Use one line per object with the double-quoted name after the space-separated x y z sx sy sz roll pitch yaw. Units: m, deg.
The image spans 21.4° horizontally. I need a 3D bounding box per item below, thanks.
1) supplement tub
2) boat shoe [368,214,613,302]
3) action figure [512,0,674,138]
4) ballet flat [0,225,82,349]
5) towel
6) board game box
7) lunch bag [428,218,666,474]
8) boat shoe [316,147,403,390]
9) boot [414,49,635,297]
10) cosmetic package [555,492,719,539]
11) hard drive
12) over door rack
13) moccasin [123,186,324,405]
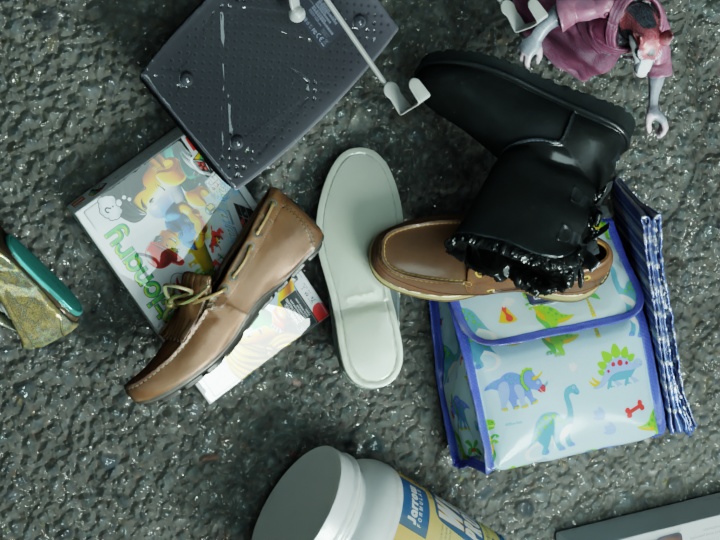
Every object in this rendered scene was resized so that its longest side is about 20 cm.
0.022 0.247 1.599 0.200 0.145 0.145 34 88 -23 "supplement tub"
0.108 -0.015 1.544 0.200 0.068 0.072 3 74 -11 "boat shoe"
0.207 -0.203 1.545 0.134 0.200 0.149 28 89 -24 "action figure"
-0.297 -0.018 1.475 0.071 0.071 0.200 -40 111 -8 "ballet flat"
0.251 0.030 1.639 0.024 0.145 0.200 -11 105 -1 "towel"
-0.130 -0.007 1.551 0.126 0.035 0.200 -37 111 -9 "board game box"
0.153 0.059 1.628 0.170 0.127 0.200 -10 89 -15 "lunch bag"
0.000 0.000 1.586 0.073 0.062 0.200 -4 83 -5 "boat shoe"
0.112 -0.076 1.507 0.198 0.073 0.163 20 66 10 "boot"
0.284 0.296 1.757 0.200 0.052 0.151 -11 107 -18 "cosmetic package"
-0.075 -0.174 1.515 0.200 0.042 0.135 -47 112 -20 "hard drive"
0.023 -0.225 1.492 0.148 0.067 0.200 -37 82 -27 "over door rack"
-0.117 0.021 1.504 0.078 0.074 0.201 42 89 -13 "moccasin"
